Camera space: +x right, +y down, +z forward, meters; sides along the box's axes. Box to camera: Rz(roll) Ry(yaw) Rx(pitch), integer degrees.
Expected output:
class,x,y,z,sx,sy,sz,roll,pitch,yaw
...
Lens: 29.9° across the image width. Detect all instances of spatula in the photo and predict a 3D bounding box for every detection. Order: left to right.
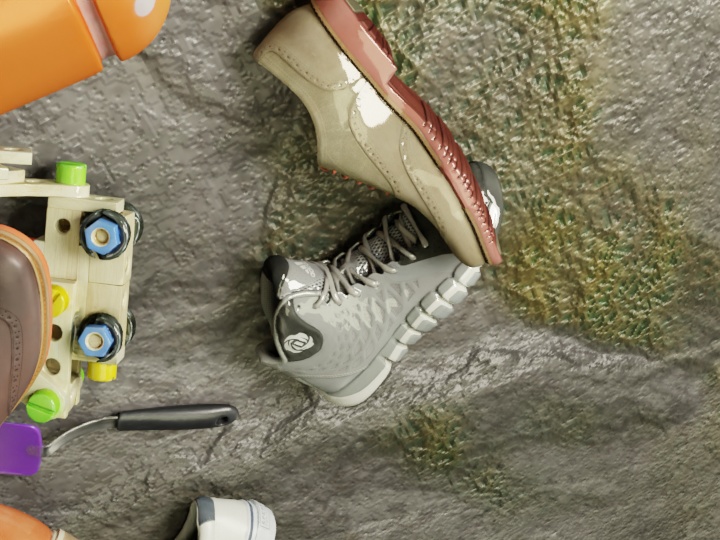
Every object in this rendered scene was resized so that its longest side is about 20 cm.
class,x,y,z,sx,sy,sz,roll,pitch,yaw
spatula,-0.178,0.108,0.908,0.199,0.021,0.057,-8,138,-22

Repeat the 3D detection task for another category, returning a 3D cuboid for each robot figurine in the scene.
class,x,y,z,sx,sy,sz,roll,pitch,yaw
robot figurine,-0.180,-0.140,0.671,0.199,0.117,0.144,-24,129,-6

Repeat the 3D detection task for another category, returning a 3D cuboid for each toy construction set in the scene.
class,x,y,z,sx,sy,sz,roll,pitch,yaw
toy construction set,-0.200,0.007,0.793,0.130,0.092,0.201,7,116,2

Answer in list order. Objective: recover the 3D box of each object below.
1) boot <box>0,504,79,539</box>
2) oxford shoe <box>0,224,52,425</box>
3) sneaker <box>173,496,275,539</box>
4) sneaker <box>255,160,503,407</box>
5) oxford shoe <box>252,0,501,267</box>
class,x,y,z,sx,sy,sz,roll,pitch,yaw
boot,-0.287,0.228,0.927,0.107,0.075,0.200,33,113,-17
oxford shoe,-0.221,0.069,0.731,0.071,0.073,0.201,23,115,-3
sneaker,-0.138,0.248,1.004,0.070,0.073,0.201,22,104,-24
sneaker,0.000,0.000,0.879,0.115,0.075,0.200,23,113,-32
oxford shoe,0.014,-0.075,0.816,0.075,0.071,0.200,-33,104,11
